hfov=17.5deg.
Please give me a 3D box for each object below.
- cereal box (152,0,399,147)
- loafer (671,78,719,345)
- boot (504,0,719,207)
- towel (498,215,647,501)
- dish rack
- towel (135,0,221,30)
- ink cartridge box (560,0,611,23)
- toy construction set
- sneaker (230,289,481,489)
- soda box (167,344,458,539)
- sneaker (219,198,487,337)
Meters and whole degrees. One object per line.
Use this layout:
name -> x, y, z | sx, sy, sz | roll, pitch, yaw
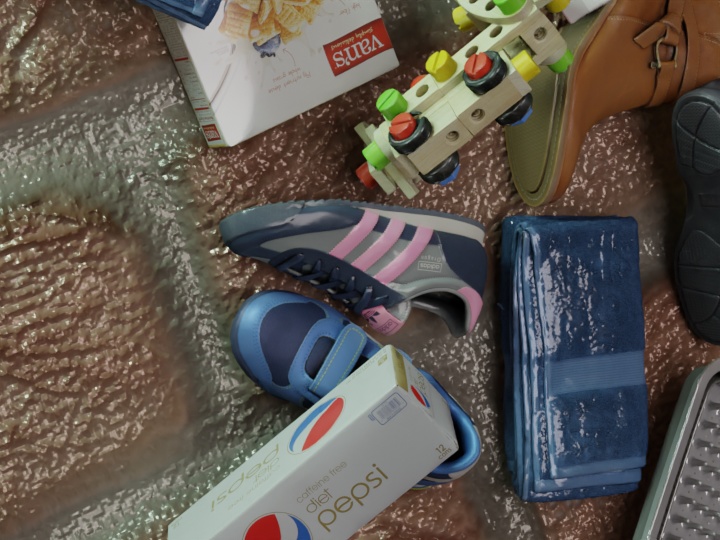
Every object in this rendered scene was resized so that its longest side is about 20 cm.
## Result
cereal box -> -0.072, -0.200, 1.561 | 0.143, 0.039, 0.201 | -28, 102, -23
loafer -> 0.270, -0.044, 1.707 | 0.063, 0.072, 0.201 | -33, 124, -44
boot -> 0.190, -0.133, 1.680 | 0.154, 0.074, 0.201 | 12, 87, -31
towel -> 0.155, 0.060, 1.664 | 0.111, 0.048, 0.201 | -3, 91, -28
dish rack -> 0.268, 0.176, 1.722 | 0.171, 0.043, 0.201 | 27, 78, -35
towel -> -0.167, -0.241, 1.476 | 0.199, 0.049, 0.112 | 22, 92, -12
ink cartridge box -> 0.148, -0.281, 1.638 | 0.176, 0.045, 0.200 | -31, 84, -25
toy construction set -> 0.060, -0.125, 1.547 | 0.092, 0.131, 0.200 | 28, 112, -32
sneaker -> 0.003, 0.077, 1.576 | 0.200, 0.082, 0.074 | 35, 76, -21
soda box -> -0.033, 0.140, 1.513 | 0.200, 0.068, 0.064 | -39, 109, 12
sneaker -> 0.000, 0.000, 1.575 | 0.199, 0.070, 0.082 | 5, 74, -26
